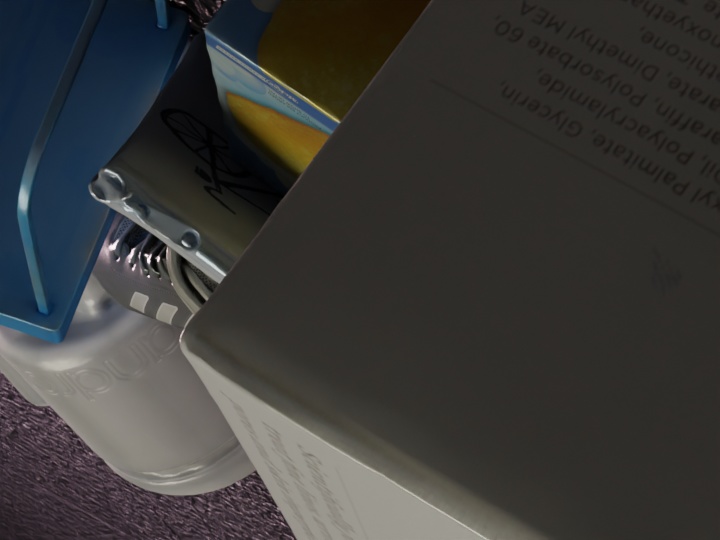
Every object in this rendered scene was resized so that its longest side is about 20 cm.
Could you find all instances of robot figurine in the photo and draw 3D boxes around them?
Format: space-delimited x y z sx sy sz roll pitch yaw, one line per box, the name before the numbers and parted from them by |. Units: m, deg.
robot figurine | -0.098 0.029 1.386 0.169 0.113 0.200 -7 143 29

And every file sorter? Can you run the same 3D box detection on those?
file sorter | -0.180 -0.087 1.079 0.200 0.139 0.123 18 158 7

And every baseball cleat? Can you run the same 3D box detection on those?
baseball cleat | -0.054 -0.010 1.121 0.200 0.070 0.106 27 168 40

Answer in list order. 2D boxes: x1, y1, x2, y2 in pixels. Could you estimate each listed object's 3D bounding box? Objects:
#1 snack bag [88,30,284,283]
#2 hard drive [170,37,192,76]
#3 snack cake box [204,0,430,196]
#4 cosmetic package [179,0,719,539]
snack bag | 0.000 0.000 1.040 0.188 0.021 0.200 37 -161 -6
hard drive | -0.068 -0.060 1.212 0.200 0.026 0.132 35 166 8
snack cake box | 0.052 -0.025 0.946 0.200 0.067 0.115 34 165 13
cosmetic package | 0.095 0.010 0.675 0.165 0.200 0.165 31 164 23
